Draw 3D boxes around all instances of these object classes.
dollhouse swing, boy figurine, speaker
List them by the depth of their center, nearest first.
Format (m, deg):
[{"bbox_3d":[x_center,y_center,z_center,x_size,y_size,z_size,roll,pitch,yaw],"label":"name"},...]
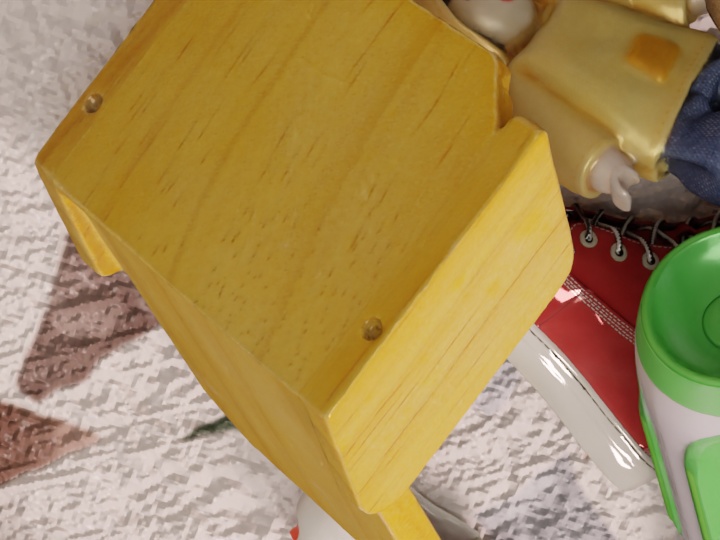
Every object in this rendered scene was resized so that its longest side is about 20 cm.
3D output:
[{"bbox_3d":[0.109,-0.082,0.971,0.199,0.125,0.065,27,151,18],"label":"boy figurine"},{"bbox_3d":[0.162,0.067,0.975,0.088,0.089,0.200,-14,144,7],"label":"speaker"},{"bbox_3d":[0.000,0.000,0.977,0.182,0.200,0.176,-52,140,0],"label":"dollhouse swing"}]

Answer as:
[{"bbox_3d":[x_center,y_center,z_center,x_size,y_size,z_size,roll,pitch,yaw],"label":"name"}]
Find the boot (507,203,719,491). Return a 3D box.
[{"bbox_3d":[0.112,-0.016,1.018,0.144,0.073,0.200,-37,116,15],"label":"boot"}]

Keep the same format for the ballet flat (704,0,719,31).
[{"bbox_3d":[0.144,-0.182,0.902,0.067,0.072,0.201,0,89,22],"label":"ballet flat"}]

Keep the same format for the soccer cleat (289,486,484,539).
[{"bbox_3d":[0.046,0.167,1.099,0.077,0.069,0.200,-34,105,12],"label":"soccer cleat"}]
